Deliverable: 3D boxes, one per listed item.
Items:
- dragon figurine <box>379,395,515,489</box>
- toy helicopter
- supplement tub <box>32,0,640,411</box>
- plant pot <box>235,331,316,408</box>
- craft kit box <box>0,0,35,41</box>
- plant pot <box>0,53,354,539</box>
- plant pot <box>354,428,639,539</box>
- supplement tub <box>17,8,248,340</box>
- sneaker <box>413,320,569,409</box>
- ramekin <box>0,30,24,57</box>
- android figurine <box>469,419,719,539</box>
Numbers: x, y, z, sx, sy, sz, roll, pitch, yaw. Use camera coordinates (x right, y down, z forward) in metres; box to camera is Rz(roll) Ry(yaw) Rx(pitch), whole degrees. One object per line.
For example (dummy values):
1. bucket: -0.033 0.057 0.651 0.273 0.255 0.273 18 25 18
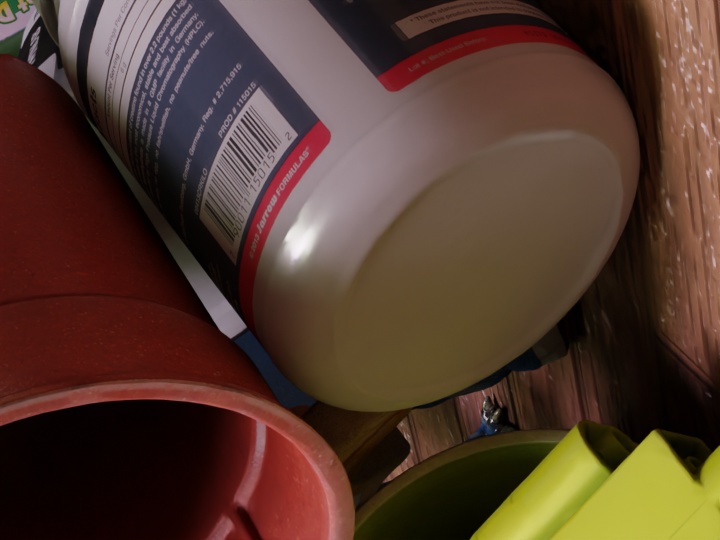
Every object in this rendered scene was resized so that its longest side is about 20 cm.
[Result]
1. dragon figurine: 0.028 0.118 1.063 0.059 0.099 0.200 55 164 21
2. toy helicopter: -0.031 0.088 0.881 0.079 0.132 0.200 52 152 13
3. supplement tub: -0.014 -0.065 0.798 0.200 0.140 0.141 51 162 34
4. plant pot: -0.110 0.049 1.088 0.200 0.200 0.135 45 173 45
5. craft kit box: -0.209 -0.147 1.180 0.200 0.197 0.049 32 147 62
6. plant pot: -0.129 0.040 0.796 0.201 0.200 0.196 79 166 -49
7. plant pot: 0.072 0.161 0.906 0.188 0.187 0.200 58 180 9
8. supplement tub: -0.086 -0.059 0.993 0.200 0.122 0.123 -98 -11 -62
9. sneaker: 0.000 0.000 0.966 0.200 0.089 0.079 35 150 61
10. ramekin: -0.156 -0.080 1.315 0.200 0.097 0.200 55 164 24
11. android figurine: 0.094 0.138 0.750 0.041 0.200 0.182 13 -148 -50
